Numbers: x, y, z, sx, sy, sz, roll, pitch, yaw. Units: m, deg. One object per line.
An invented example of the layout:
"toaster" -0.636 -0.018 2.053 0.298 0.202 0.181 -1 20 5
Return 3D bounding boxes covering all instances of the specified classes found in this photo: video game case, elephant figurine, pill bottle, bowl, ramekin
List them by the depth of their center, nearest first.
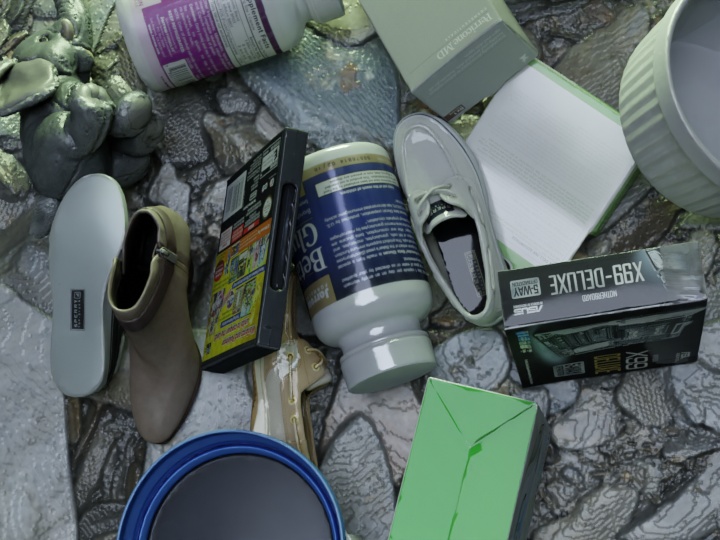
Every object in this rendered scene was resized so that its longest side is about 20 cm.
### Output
"bowl" -0.105 0.235 1.213 0.198 0.039 0.203 -3 75 12
"ramekin" 0.312 -0.139 1.227 0.198 0.105 0.203 6 73 -21
"video game case" -0.093 -0.011 1.262 0.025 0.200 0.183 11 77 -17
"pill bottle" 0.000 0.000 1.280 0.110 0.111 0.202 -19 74 5
"pill bottle" -0.119 -0.248 1.358 0.198 0.112 0.114 -17 75 5
"elephant figurine" -0.287 -0.163 1.373 0.154 0.142 0.200 -24 59 -39

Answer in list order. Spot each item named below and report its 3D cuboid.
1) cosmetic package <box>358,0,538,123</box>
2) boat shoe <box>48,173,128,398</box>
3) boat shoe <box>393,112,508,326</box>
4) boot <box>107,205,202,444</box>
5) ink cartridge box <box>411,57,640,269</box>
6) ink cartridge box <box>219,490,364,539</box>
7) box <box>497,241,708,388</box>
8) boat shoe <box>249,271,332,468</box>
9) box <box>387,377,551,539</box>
"cosmetic package" 0.062 -0.245 1.310 0.107 0.090 0.201 -38 57 16
"boat shoe" -0.244 0.013 1.327 0.070 0.064 0.203 8 94 11
"boat shoe" 0.075 -0.047 1.271 0.071 0.066 0.202 -19 81 16
"boot" -0.187 0.045 1.285 0.069 0.146 0.203 2 78 8
"ink cartridge box" 0.152 -0.072 1.305 0.145 0.048 0.201 36 100 16
"ink cartridge box" -0.033 0.300 1.239 0.116 0.067 0.202 -23 75 6
"box" 0.198 0.040 1.191 0.156 0.200 0.050 -8 71 7
"boat shoe" -0.059 0.097 1.293 0.068 0.074 0.203 1 86 7
"box" 0.083 0.205 1.185 0.096 0.177 0.202 12 79 14
